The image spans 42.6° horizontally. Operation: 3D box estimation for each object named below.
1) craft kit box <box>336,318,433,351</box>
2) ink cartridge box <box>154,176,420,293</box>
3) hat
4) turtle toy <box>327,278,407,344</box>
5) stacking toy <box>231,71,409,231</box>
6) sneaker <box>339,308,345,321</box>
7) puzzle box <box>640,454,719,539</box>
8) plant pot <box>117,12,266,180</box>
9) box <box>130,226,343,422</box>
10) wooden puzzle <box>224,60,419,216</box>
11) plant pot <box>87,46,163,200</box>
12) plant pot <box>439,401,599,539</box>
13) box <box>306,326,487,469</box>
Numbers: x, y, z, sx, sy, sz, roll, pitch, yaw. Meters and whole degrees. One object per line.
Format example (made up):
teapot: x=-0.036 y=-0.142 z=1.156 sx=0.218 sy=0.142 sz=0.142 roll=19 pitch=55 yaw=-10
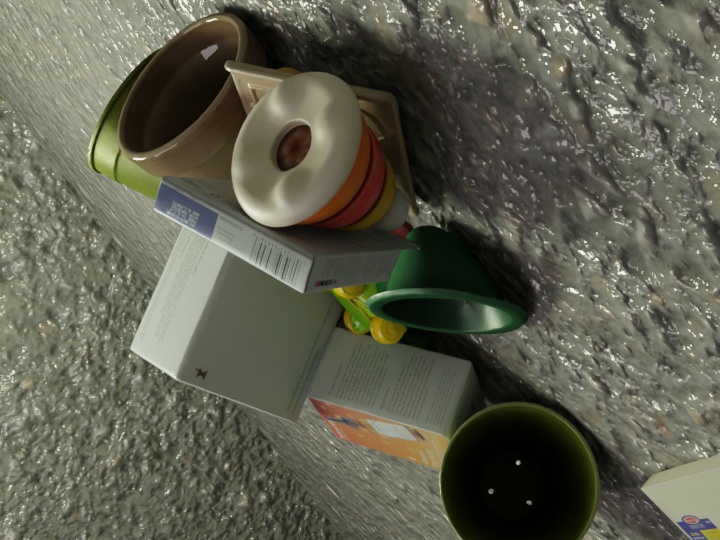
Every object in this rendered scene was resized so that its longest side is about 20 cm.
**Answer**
craft kit box: x=0.021 y=0.149 z=1.383 sx=0.195 sy=0.049 sz=0.201 roll=12 pitch=147 yaw=23
ink cartridge box: x=-0.068 y=-0.040 z=0.919 sx=0.195 sy=0.044 sz=0.199 roll=27 pitch=-164 yaw=28
hat: x=0.088 y=-0.037 z=1.008 sx=0.197 sy=0.178 sz=0.166 roll=9 pitch=163 yaw=-8
turtle toy: x=0.000 y=0.000 z=1.149 sx=0.200 sy=0.101 sz=0.146 roll=50 pitch=168 yaw=-16
stacking toy: x=-0.012 y=-0.083 z=0.884 sx=0.146 sy=0.147 sz=0.199 roll=32 pitch=-178 yaw=41
sneaker: x=-0.007 y=0.064 z=1.381 sx=0.076 sy=0.076 sz=0.200 roll=23 pitch=160 yaw=30
puzzle box: x=0.369 y=0.245 z=0.914 sx=0.133 sy=0.025 sz=0.200 roll=46 pitch=162 yaw=9
plant pot: x=-0.153 y=-0.169 z=1.083 sx=0.174 sy=0.201 sz=0.199 roll=38 pitch=173 yaw=-41
box: x=-0.162 y=0.066 z=1.246 sx=0.199 sy=0.201 sz=0.171 roll=27 pitch=173 yaw=-34
wooden puzzle: x=-0.030 y=-0.143 z=0.958 sx=0.183 sy=0.047 sz=0.201 roll=16 pitch=154 yaw=22
plant pot: x=-0.230 y=-0.163 z=1.258 sx=0.192 sy=0.201 sz=0.201 roll=35 pitch=162 yaw=2
plant pot: x=0.198 y=0.270 z=1.172 sx=0.187 sy=0.187 sz=0.200 roll=43 pitch=176 yaw=15
box: x=0.053 y=0.176 z=1.235 sx=0.198 sy=0.107 sz=0.153 roll=12 pitch=154 yaw=24
